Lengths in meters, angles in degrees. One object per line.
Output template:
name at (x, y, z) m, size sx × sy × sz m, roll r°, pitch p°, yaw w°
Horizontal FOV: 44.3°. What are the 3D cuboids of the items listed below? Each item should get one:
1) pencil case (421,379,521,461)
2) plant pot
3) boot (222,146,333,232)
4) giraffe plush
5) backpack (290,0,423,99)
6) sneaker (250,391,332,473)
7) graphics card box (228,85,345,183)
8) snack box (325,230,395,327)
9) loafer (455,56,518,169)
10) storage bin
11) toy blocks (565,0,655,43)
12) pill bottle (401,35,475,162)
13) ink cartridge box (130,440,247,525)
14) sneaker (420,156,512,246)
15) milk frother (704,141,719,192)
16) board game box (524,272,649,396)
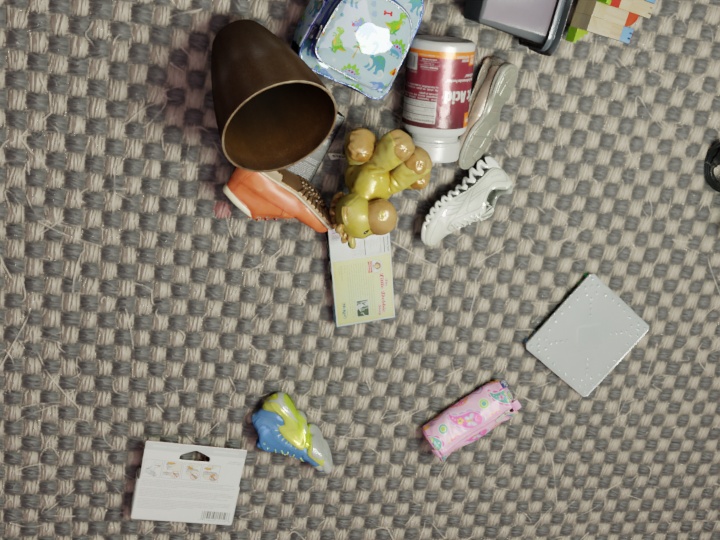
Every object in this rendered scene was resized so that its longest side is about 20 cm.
pencil case at (0.223, 0.300, 1.781) m, size 0.199 × 0.088 × 0.088 m, roll -31°, pitch 115°, yaw 0°
plant pot at (-0.159, -0.291, 1.385) m, size 0.186 × 0.201 × 0.187 m, roll -20°, pitch 149°, yaw -12°
boot at (-0.135, -0.114, 1.492) m, size 0.200 × 0.075 × 0.107 m, roll 37°, pitch 110°, yaw -22°
giraffe plush at (0.013, -0.127, 1.482) m, size 0.172 × 0.199 × 0.163 m, roll 37°, pitch 59°, yaw -45°
backpack at (0.006, -0.395, 1.424) m, size 0.182 × 0.147 × 0.201 m, roll 21°, pitch 102°, yaw -23°
sneaker at (-0.139, 0.328, 1.717) m, size 0.105 × 0.076 × 0.201 m, roll -29°, pitch 108°, yaw 12°
graphics card box at (-0.127, -0.207, 1.516) m, size 0.125 × 0.051 × 0.201 m, roll 24°, pitch 105°, yaw -21°
snack box at (0.000, 0.000, 1.634) m, size 0.115 × 0.037 × 0.202 m, roll -8°, pitch 112°, yaw -10°
loafer at (0.212, -0.281, 1.575) m, size 0.072 × 0.063 × 0.201 m, roll 4°, pitch 117°, yaw -51°
storage bin at (0.254, -0.445, 1.448) m, size 0.133 × 0.200 × 0.147 m, roll 12°, pitch 108°, yaw -8°
toy blocks at (0.455, -0.481, 1.541) m, size 0.136 × 0.100 × 0.202 m, roll 7°, pitch 109°, yaw -28°
pill bottle at (0.131, -0.293, 1.512) m, size 0.113 × 0.114 × 0.202 m, roll -1°, pitch 111°, yaw -13°
ink cartridge box at (-0.331, 0.402, 1.705) m, size 0.198 × 0.044 × 0.175 m, roll 9°, pitch 108°, yaw -17°
sneaker at (0.191, -0.113, 1.604) m, size 0.200 × 0.081 × 0.075 m, roll -45°, pitch 157°, yaw 8°
milk frother at (0.792, -0.166, 1.723) m, size 0.187 × 0.180 × 0.202 m, roll -9°, pitch 84°, yaw -47°
board game box at (0.461, 0.132, 1.807) m, size 0.200 × 0.026 × 0.200 m, roll 38°, pitch 97°, yaw -23°
